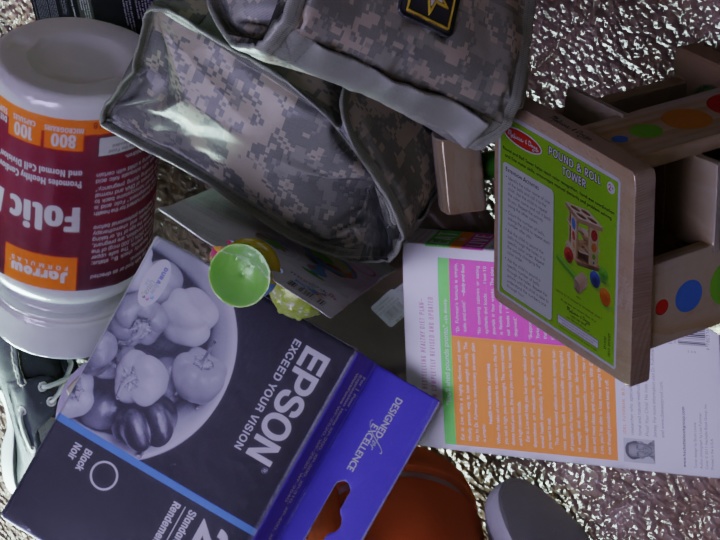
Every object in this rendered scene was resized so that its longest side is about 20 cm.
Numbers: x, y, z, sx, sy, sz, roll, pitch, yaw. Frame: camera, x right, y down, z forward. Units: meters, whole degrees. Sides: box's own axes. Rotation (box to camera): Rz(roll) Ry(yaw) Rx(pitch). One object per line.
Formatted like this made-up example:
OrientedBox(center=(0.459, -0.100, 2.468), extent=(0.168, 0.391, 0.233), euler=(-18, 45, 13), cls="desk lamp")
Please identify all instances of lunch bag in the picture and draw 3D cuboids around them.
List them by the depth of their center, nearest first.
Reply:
OrientedBox(center=(0.003, -0.167, 1.390), extent=(0.118, 0.164, 0.201), euler=(-43, 44, 31), cls="lunch bag")
OrientedBox(center=(-0.024, -0.110, 1.532), extent=(0.199, 0.164, 0.118), euler=(31, 132, 1), cls="lunch bag")

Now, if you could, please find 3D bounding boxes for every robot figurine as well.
OrientedBox(center=(0.025, 0.193, 1.660), extent=(0.201, 0.143, 0.117), euler=(-98, 17, -46), cls="robot figurine")

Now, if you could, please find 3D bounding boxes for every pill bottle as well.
OrientedBox(center=(-0.189, -0.051, 1.700), extent=(0.114, 0.114, 0.201), euler=(27, 127, 28), cls="pill bottle")

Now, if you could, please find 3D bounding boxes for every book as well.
OrientedBox(center=(0.124, 0.048, 1.574), extent=(0.199, 0.048, 0.134), euler=(6, 115, 24), cls="book")

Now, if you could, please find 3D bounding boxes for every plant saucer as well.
OrientedBox(center=(0.000, 0.000, 1.659), extent=(0.199, 0.029, 0.201), euler=(13, 125, 19), cls="plant saucer")

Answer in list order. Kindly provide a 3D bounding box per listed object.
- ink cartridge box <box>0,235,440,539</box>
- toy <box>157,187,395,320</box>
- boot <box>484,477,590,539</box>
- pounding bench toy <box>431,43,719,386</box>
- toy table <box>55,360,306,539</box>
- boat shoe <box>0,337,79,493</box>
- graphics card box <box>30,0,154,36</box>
OrientedBox(center=(-0.084, 0.113, 1.580), extent=(0.199, 0.043, 0.199), euler=(29, 89, 7), cls="ink cartridge box")
OrientedBox(center=(-0.054, -0.003, 1.539), extent=(0.115, 0.200, 0.047), euler=(32, 99, 6), cls="toy")
OrientedBox(center=(0.122, 0.234, 1.672), extent=(0.095, 0.073, 0.200), euler=(-37, 86, 38), cls="boot")
OrientedBox(center=(0.152, -0.050, 1.457), extent=(0.200, 0.155, 0.125), euler=(34, 134, 49), cls="pounding bench toy")
OrientedBox(center=(-0.113, 0.137, 1.674), extent=(0.200, 0.117, 0.184), euler=(35, 88, -3), cls="toy table")
OrientedBox(center=(-0.226, 0.091, 1.908), extent=(0.060, 0.076, 0.201), euler=(23, 136, 32), cls="boat shoe")
OrientedBox(center=(-0.122, -0.141, 1.712), extent=(0.199, 0.051, 0.126), euler=(1, 112, 39), cls="graphics card box")
